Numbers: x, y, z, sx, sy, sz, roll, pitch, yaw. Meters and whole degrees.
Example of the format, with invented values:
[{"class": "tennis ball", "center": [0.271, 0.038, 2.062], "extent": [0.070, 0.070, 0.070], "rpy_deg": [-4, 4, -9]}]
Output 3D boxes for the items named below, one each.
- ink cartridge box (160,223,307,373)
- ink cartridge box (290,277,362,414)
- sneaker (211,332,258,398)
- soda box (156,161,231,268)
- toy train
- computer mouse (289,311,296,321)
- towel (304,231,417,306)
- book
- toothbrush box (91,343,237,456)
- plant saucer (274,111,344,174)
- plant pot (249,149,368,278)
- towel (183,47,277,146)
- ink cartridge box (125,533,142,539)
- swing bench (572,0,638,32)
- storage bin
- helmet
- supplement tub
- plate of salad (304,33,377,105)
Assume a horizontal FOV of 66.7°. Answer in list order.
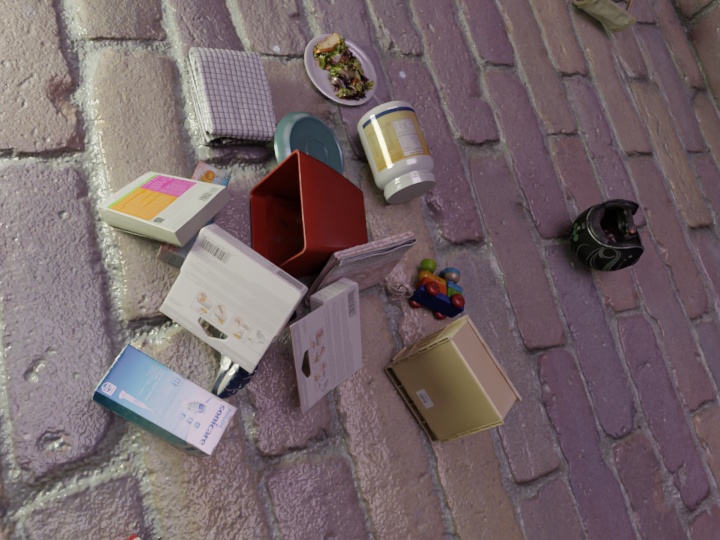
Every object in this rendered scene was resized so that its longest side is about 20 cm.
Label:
[{"class": "ink cartridge box", "center": [-0.219, 0.049, 0.941], "extent": [0.199, 0.177, 0.045], "rpy_deg": [34, 18, -1]}, {"class": "ink cartridge box", "center": [-0.070, 0.138, 1.024], "extent": [0.176, 0.044, 0.202], "rpy_deg": [-30, 129, -40]}, {"class": "sneaker", "center": [-0.224, 0.137, 1.010], "extent": [0.085, 0.077, 0.201], "rpy_deg": [23, 75, 18]}, {"class": "soda box", "center": [-0.317, -0.105, 1.045], "extent": [0.068, 0.063, 0.202], "rpy_deg": [25, 63, -19]}, {"class": "toy train", "center": [0.146, 0.021, 1.245], "extent": [0.199, 0.085, 0.117], "rpy_deg": [25, 52, -18]}, {"class": "computer mouse", "center": [-0.188, 0.018, 1.028], "extent": [0.199, 0.140, 0.046], "rpy_deg": [32, 52, -15]}, {"class": "towel", "center": [0.000, 0.000, 1.104], "extent": [0.199, 0.191, 0.032], "rpy_deg": [-17, 70, -32]}, {"class": "book", "center": [-0.347, -0.117, 0.969], "extent": [0.134, 0.199, 0.048], "rpy_deg": [-53, 144, -34]}, {"class": "toothbrush box", "center": [-0.318, 0.216, 0.881], "extent": [0.199, 0.146, 0.086], "rpy_deg": [35, 60, -12]}, {"class": "plant saucer", "center": [-0.102, -0.255, 1.199], "extent": [0.199, 0.027, 0.202], "rpy_deg": [16, 68, -43]}, {"class": "plant pot", "center": [-0.096, -0.091, 1.095], "extent": [0.175, 0.199, 0.202], "rpy_deg": [8, 68, -37]}, {"class": "towel", "center": [-0.270, -0.357, 1.149], "extent": [0.165, 0.085, 0.202], "rpy_deg": [-9, 82, -39]}, {"class": "ink cartridge box", "center": [-0.348, 0.449, 0.749], "extent": [0.145, 0.200, 0.083], "rpy_deg": [-25, 85, -33]}, {"class": "swing bench", "center": [0.886, -0.985, 1.976], "extent": [0.198, 0.130, 0.202], "rpy_deg": [22, 69, -21]}, {"class": "storage bin", "center": [0.183, 0.230, 1.121], "extent": [0.201, 0.198, 0.094], "rpy_deg": [57, 40, 0]}, {"class": "helmet", "center": [0.681, -0.090, 1.506], "extent": [0.198, 0.191, 0.202], "rpy_deg": [-3, 69, 8]}, {"class": "supplement tub", "center": [0.086, -0.272, 1.275], "extent": [0.143, 0.144, 0.202], "rpy_deg": [-13, 79, -31]}, {"class": "plate of salad", "center": [-0.042, -0.501, 1.345], "extent": [0.198, 0.048, 0.202], "rpy_deg": [10, 67, -26]}]
